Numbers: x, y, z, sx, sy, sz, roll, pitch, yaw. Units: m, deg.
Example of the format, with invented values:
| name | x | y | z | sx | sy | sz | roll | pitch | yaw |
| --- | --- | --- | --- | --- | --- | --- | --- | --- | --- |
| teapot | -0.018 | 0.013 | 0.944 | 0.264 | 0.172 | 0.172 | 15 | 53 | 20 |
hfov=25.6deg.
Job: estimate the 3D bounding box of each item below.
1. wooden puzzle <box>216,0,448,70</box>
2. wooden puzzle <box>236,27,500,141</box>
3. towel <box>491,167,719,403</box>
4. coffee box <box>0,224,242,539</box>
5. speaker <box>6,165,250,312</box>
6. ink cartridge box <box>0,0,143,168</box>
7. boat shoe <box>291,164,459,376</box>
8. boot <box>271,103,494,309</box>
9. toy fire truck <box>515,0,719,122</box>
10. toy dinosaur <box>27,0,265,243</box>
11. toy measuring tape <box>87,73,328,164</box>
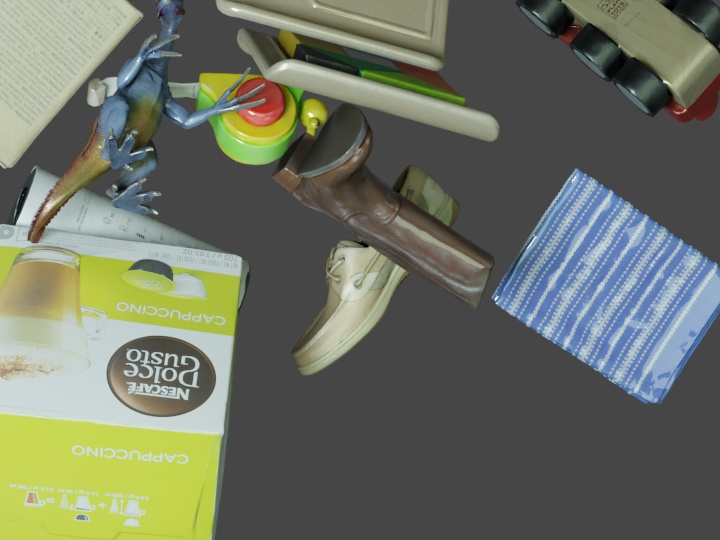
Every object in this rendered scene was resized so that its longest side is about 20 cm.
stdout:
| name | x | y | z | sx | sy | sz | roll | pitch | yaw |
| --- | --- | --- | --- | --- | --- | --- | --- | --- | --- |
| wooden puzzle | -0.016 | -0.258 | 1.244 | 0.183 | 0.037 | 0.202 | 13 | 63 | -16 |
| wooden puzzle | 0.003 | -0.155 | 1.247 | 0.183 | 0.200 | 0.038 | 14 | 101 | -16 |
| towel | 0.233 | 0.019 | 1.442 | 0.199 | 0.024 | 0.146 | 32 | 95 | -19 |
| coffee box | -0.200 | 0.114 | 1.228 | 0.197 | 0.199 | 0.202 | 7 | 130 | -4 |
| speaker | -0.194 | -0.011 | 1.305 | 0.198 | 0.081 | 0.082 | 24 | 99 | -18 |
| ink cartridge box | -0.295 | -0.210 | 1.230 | 0.165 | 0.075 | 0.200 | -46 | 110 | 4 |
| boat shoe | 0.000 | 0.000 | 1.363 | 0.064 | 0.071 | 0.201 | 41 | 83 | -15 |
| boot | 0.039 | -0.042 | 1.241 | 0.199 | 0.186 | 0.065 | 36 | 80 | -13 |
| toy fire truck | 0.250 | -0.196 | 1.338 | 0.129 | 0.176 | 0.200 | -48 | 151 | 3 |
| toy dinosaur | -0.180 | -0.139 | 1.229 | 0.198 | 0.183 | 0.106 | -16 | 135 | 7 |
| toy measuring tape | -0.122 | -0.123 | 1.294 | 0.197 | 0.074 | 0.075 | 0 | 105 | -13 |
